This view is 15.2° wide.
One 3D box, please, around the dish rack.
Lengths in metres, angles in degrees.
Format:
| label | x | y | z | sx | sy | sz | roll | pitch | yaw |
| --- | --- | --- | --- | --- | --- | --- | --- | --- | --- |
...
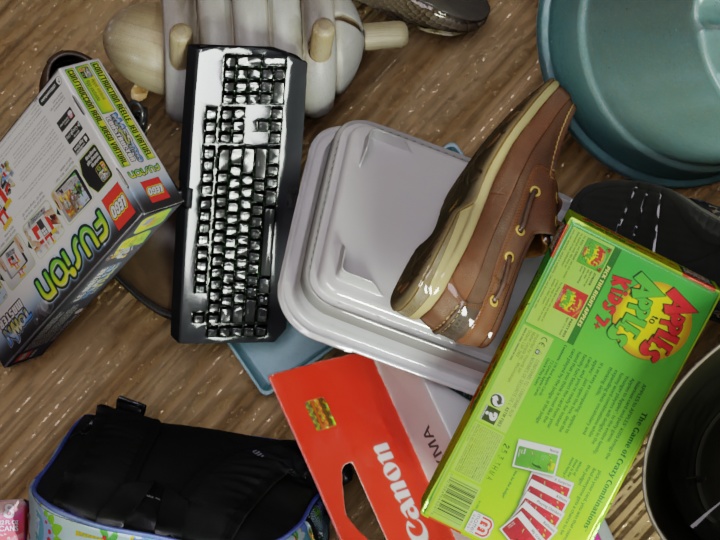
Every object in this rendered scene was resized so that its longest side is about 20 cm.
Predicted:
| label | x | y | z | sx | sy | sz | roll | pitch | yaw |
| --- | --- | --- | --- | --- | --- | --- | --- | --- | --- |
| dish rack | 0.056 | -0.011 | 1.700 | 0.199 | 0.044 | 0.172 | 21 | 52 | -11 |

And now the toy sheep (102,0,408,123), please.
| label | x | y | z | sx | sy | sz | roll | pitch | yaw |
| --- | --- | --- | --- | --- | --- | --- | --- | --- | --- |
| toy sheep | -0.067 | -0.149 | 1.750 | 0.199 | 0.138 | 0.138 | 1 | 78 | -4 |

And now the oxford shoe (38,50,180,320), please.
| label | x | y | z | sx | sy | sz | roll | pitch | yaw |
| --- | --- | --- | --- | --- | --- | --- | --- | --- | --- |
| oxford shoe | -0.158 | -0.055 | 1.760 | 0.073 | 0.084 | 0.200 | -32 | 79 | -5 |

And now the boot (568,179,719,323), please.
| label | x | y | z | sx | sy | sz | roll | pitch | yaw |
| --- | --- | --- | --- | --- | --- | --- | --- | --- | --- |
| boot | 0.243 | 0.003 | 1.702 | 0.203 | 0.154 | 0.074 | 17 | 90 | 35 |

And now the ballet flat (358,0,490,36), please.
| label | x | y | z | sx | sy | sz | roll | pitch | yaw |
| --- | --- | --- | --- | --- | --- | --- | --- | --- | --- |
| ballet flat | -0.009 | -0.200 | 1.801 | 0.199 | 0.067 | 0.046 | 23 | 122 | 6 |

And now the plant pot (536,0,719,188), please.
| label | x | y | z | sx | sy | sz | roll | pitch | yaw |
| --- | --- | --- | --- | --- | --- | --- | --- | --- | --- |
| plant pot | 0.237 | -0.150 | 1.664 | 0.200 | 0.196 | 0.201 | -1 | 92 | -18 |

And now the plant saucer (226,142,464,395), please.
| label | x | y | z | sx | sy | sz | roll | pitch | yaw |
| --- | --- | --- | --- | --- | --- | --- | --- | --- | --- |
| plant saucer | 0.000 | 0.000 | 1.771 | 0.200 | 0.019 | 0.070 | -35 | 78 | -5 |

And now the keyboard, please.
| label | x | y | z | sx | sy | sz | roll | pitch | yaw |
| --- | --- | --- | --- | --- | --- | --- | --- | --- | --- |
| keyboard | -0.101 | -0.047 | 1.705 | 0.127 | 0.021 | 0.201 | 1 | 111 | -9 |

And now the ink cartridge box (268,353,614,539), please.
| label | x | y | z | sx | sy | sz | roll | pitch | yaw |
| --- | --- | --- | --- | --- | --- | --- | --- | --- | --- |
| ink cartridge box | 0.056 | 0.126 | 1.679 | 0.173 | 0.044 | 0.200 | -14 | 73 | -41 |

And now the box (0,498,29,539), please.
| label | x | y | z | sx | sy | sz | roll | pitch | yaw |
| --- | --- | --- | --- | --- | --- | --- | --- | --- | --- |
| box | -0.301 | 0.201 | 1.707 | 0.199 | 0.095 | 0.100 | -2 | 78 | 3 |

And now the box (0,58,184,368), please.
| label | x | y | z | sx | sy | sz | roll | pitch | yaw |
| --- | --- | --- | --- | --- | --- | --- | --- | --- | --- |
| box | -0.198 | -0.034 | 1.713 | 0.035 | 0.200 | 0.110 | -20 | 74 | -44 |

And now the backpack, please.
| label | x | y | z | sx | sy | sz | roll | pitch | yaw |
| --- | --- | --- | --- | --- | --- | --- | --- | --- | --- |
| backpack | -0.115 | 0.179 | 1.646 | 0.182 | 0.200 | 0.147 | 10 | 103 | 7 |

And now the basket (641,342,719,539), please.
| label | x | y | z | sx | sy | sz | roll | pitch | yaw |
| --- | --- | --- | --- | --- | --- | --- | --- | --- | --- |
| basket | 0.252 | 0.112 | 1.633 | 0.180 | 0.200 | 0.136 | -39 | 80 | -1 |

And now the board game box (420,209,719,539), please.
| label | x | y | z | sx | sy | sz | roll | pitch | yaw |
| --- | --- | --- | --- | --- | --- | --- | --- | --- | --- |
| board game box | 0.125 | 0.076 | 1.615 | 0.101 | 0.048 | 0.200 | 26 | 97 | -2 |

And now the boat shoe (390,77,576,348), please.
| label | x | y | z | sx | sy | sz | roll | pitch | yaw |
| --- | --- | --- | --- | --- | --- | --- | --- | --- | --- |
| boat shoe | 0.088 | -0.034 | 1.662 | 0.067 | 0.072 | 0.200 | 35 | 56 | -7 |
